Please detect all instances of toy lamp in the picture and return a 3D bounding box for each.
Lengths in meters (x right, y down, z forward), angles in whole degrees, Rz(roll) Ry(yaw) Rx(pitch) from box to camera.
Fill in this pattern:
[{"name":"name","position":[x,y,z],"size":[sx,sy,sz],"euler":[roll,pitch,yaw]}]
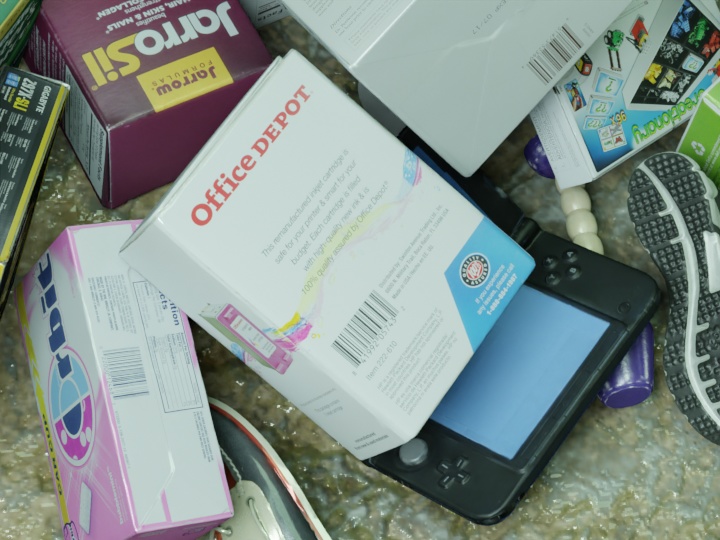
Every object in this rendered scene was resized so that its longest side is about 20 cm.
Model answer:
[{"name":"toy lamp","position":[0.155,-0.003,1.443],"size":[0.058,0.058,0.200],"euler":[-8,61,-11]}]

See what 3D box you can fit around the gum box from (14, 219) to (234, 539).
[{"name":"gum box","position":[-0.149,0.072,1.303],"size":[0.066,0.113,0.201],"euler":[-6,73,-29]}]

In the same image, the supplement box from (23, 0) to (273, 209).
[{"name":"supplement box","position":[-0.160,-0.165,1.473],"size":[0.131,0.103,0.200],"euler":[-23,66,-19]}]

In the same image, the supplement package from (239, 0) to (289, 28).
[{"name":"supplement package","position":[-0.073,-0.273,1.487],"size":[0.109,0.200,0.114],"euler":[-24,67,-18]}]

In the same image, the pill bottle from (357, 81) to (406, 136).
[{"name":"pill bottle","position":[0.088,-0.177,1.500],"size":[0.116,0.116,0.200],"euler":[29,62,10]}]

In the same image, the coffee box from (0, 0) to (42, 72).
[{"name":"coffee box","position":[-0.256,-0.136,1.389],"size":[0.044,0.200,0.123],"euler":[34,62,-3]}]

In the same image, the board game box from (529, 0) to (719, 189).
[{"name":"board game box","position":[0.181,-0.151,1.473],"size":[0.200,0.035,0.127],"euler":[-31,102,-42]}]

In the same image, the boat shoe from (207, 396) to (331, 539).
[{"name":"boat shoe","position":[-0.058,0.166,1.320],"size":[0.062,0.071,0.200],"euler":[-32,73,-19]}]

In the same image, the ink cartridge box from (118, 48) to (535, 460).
[{"name":"ink cartridge box","position":[-0.021,-0.009,1.275],"size":[0.200,0.085,0.145],"euler":[41,65,-9]}]

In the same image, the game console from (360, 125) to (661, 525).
[{"name":"game console","position":[0.061,0.030,1.355],"size":[0.170,0.118,0.200],"euler":[25,69,38]}]

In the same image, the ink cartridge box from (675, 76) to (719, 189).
[{"name":"ink cartridge box","position":[0.302,-0.140,1.453],"size":[0.076,0.200,0.148],"euler":[40,64,16]}]

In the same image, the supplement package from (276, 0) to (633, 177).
[{"name":"supplement package","position":[0.045,-0.207,1.349],"size":[0.191,0.147,0.200],"euler":[-46,48,4]}]

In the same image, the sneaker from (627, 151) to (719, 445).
[{"name":"sneaker","position":[0.239,0.020,1.432],"size":[0.074,0.080,0.201],"euler":[-17,75,27]}]

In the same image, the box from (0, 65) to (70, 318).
[{"name":"box","position":[-0.233,-0.006,1.303],"size":[0.049,0.160,0.200],"euler":[19,34,-8]}]
